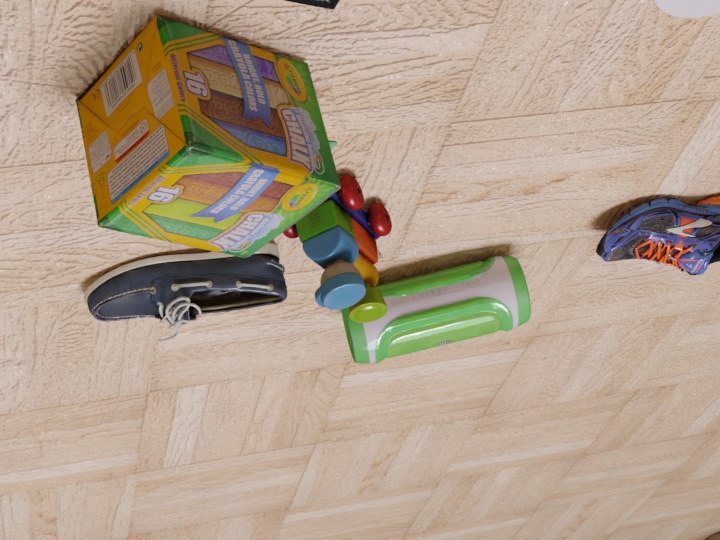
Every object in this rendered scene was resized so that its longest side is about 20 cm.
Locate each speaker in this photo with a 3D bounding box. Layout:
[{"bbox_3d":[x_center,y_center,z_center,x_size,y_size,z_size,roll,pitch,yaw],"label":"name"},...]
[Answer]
[{"bbox_3d":[0.081,0.042,1.531,0.198,0.089,0.089,-13,154,-5],"label":"speaker"}]

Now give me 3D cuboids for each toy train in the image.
[{"bbox_3d":[0.000,0.000,1.368,0.084,0.117,0.200,-23,153,16],"label":"toy train"}]

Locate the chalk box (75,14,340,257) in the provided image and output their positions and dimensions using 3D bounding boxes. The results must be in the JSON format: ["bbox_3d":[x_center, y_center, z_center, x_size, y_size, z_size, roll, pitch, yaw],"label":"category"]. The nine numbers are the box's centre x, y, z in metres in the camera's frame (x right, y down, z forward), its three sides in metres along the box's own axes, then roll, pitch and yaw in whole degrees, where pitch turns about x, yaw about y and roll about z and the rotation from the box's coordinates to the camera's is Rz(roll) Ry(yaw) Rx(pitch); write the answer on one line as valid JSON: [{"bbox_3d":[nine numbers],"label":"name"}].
[{"bbox_3d":[-0.105,-0.096,1.116,0.199,0.125,0.124,12,143,-43],"label":"chalk box"}]

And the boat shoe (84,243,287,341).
[{"bbox_3d":[-0.170,0.025,1.382,0.198,0.062,0.075,-10,155,-11],"label":"boat shoe"}]

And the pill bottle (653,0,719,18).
[{"bbox_3d":[0.192,-0.265,0.868,0.112,0.202,0.114,-12,153,-6],"label":"pill bottle"}]

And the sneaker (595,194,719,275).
[{"bbox_3d":[0.353,-0.033,1.542,0.198,0.079,0.076,-8,152,-15],"label":"sneaker"}]

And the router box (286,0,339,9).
[{"bbox_3d":[-0.040,-0.262,0.913,0.148,0.052,0.200,4,147,-31],"label":"router box"}]

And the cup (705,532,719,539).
[{"bbox_3d":[0.808,0.635,3.008,0.198,0.145,0.201,-13,154,-7],"label":"cup"}]
